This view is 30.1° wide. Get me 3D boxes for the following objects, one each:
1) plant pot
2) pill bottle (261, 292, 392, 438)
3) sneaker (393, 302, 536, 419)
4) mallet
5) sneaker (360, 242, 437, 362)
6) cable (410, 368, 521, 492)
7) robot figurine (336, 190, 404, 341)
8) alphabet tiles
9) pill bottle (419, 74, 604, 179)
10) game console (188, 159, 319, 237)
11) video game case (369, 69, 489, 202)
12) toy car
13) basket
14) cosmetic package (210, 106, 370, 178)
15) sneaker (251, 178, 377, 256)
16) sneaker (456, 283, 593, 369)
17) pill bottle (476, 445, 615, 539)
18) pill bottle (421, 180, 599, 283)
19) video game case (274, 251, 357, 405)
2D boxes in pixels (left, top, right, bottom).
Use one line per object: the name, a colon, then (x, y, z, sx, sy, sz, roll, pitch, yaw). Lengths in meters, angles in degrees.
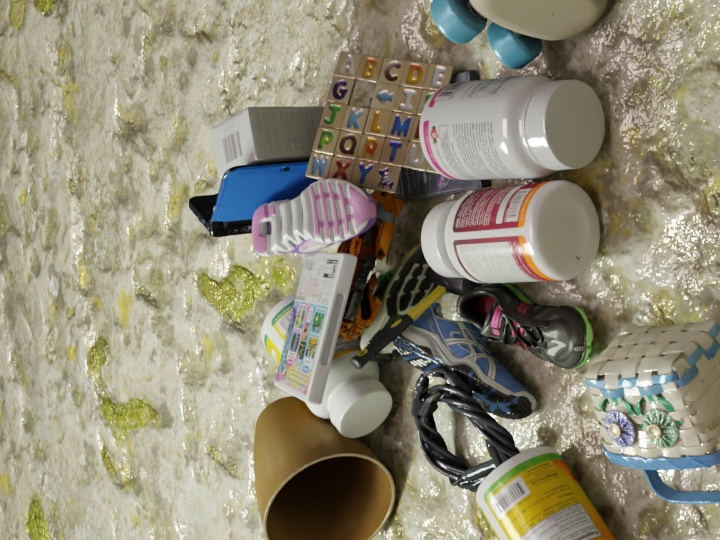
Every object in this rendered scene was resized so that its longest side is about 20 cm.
plant pot: (-0.075, 0.269, 1.848, 0.200, 0.185, 0.188, 53, 135, 52)
pill bottle: (-0.043, 0.129, 1.822, 0.200, 0.112, 0.113, 49, 131, 37)
sneaker: (0.133, 0.106, 1.613, 0.199, 0.077, 0.076, 34, 155, 24)
mallet: (0.070, 0.055, 1.610, 0.066, 0.200, 0.041, 12, 136, 43)
sneaker: (0.042, 0.024, 1.735, 0.201, 0.076, 0.089, -60, 39, 34)
cable: (0.130, 0.204, 1.623, 0.163, 0.051, 0.201, 34, 149, 20)
robot figurine: (0.000, 0.000, 1.707, 0.145, 0.058, 0.201, 133, 153, -62)
alphabet tiles: (0.036, -0.180, 1.647, 0.199, 0.008, 0.168, 12, 84, 30)
pill bottle: (0.169, -0.159, 1.500, 0.199, 0.113, 0.114, 4, 98, 53)
game console: (-0.113, -0.117, 1.781, 0.171, 0.199, 0.119, -136, 45, -56)
video game case: (0.084, -0.164, 1.691, 0.199, 0.019, 0.144, -7, 89, 52)
toy car: (0.174, -0.358, 1.438, 0.184, 0.176, 0.201, -35, 54, 38)
basket: (0.323, 0.154, 1.332, 0.176, 0.139, 0.200, -12, 120, 53)
cosmetic package: (-0.085, -0.170, 1.763, 0.101, 0.199, 0.072, -18, 80, 52)
sneaker: (-0.046, -0.062, 1.688, 0.199, 0.088, 0.081, -12, 74, 44)
sneaker: (0.185, 0.066, 1.532, 0.199, 0.083, 0.077, 19, 110, 51)
pill bottle: (0.223, 0.307, 1.491, 0.201, 0.110, 0.111, 58, 136, 30)
pill bottle: (0.166, -0.041, 1.523, 0.199, 0.109, 0.111, -3, 92, 53)
video game case: (-0.059, 0.068, 1.677, 0.200, 0.024, 0.183, -175, 99, -75)
